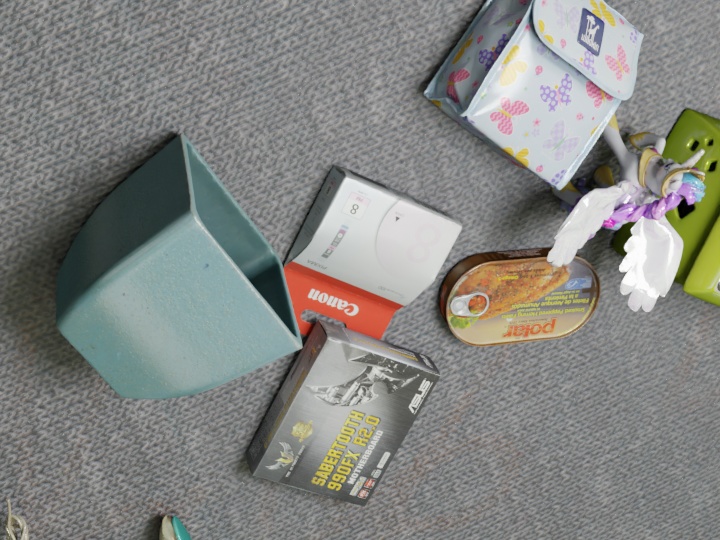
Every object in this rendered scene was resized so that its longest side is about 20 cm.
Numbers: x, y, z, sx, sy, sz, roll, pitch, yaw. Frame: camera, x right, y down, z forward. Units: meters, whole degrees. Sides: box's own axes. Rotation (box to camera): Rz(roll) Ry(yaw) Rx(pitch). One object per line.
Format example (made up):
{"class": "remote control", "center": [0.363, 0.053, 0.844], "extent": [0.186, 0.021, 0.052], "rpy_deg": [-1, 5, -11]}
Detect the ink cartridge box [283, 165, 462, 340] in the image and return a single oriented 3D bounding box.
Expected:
{"class": "ink cartridge box", "center": [0.000, 0.000, 1.630], "extent": [0.162, 0.057, 0.200], "rpy_deg": [21, 100, -27]}

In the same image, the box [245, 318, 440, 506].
{"class": "box", "center": [-0.021, 0.171, 1.690], "extent": [0.158, 0.048, 0.200], "rpy_deg": [20, 109, -27]}

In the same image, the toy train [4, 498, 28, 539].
{"class": "toy train", "center": [-0.344, 0.338, 1.645], "extent": [0.116, 0.085, 0.200], "rpy_deg": [-9, 116, -27]}

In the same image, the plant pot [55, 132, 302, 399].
{"class": "plant pot", "center": [-0.206, 0.017, 1.491], "extent": [0.200, 0.196, 0.196], "rpy_deg": [-32, 120, 8]}

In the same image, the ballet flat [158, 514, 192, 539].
{"class": "ballet flat", "center": [-0.209, 0.379, 1.718], "extent": [0.062, 0.067, 0.200], "rpy_deg": [-23, 119, 3]}

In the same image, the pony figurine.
{"class": "pony figurine", "center": [0.294, -0.077, 1.610], "extent": [0.166, 0.200, 0.193], "rpy_deg": [24, 104, -27]}

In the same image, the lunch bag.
{"class": "lunch bag", "center": [0.199, -0.219, 1.559], "extent": [0.169, 0.127, 0.200], "rpy_deg": [34, 92, -31]}

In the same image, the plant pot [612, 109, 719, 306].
{"class": "plant pot", "center": [0.453, -0.050, 1.692], "extent": [0.199, 0.182, 0.200], "rpy_deg": [19, 105, -25]}

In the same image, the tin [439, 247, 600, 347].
{"class": "tin", "center": [0.190, 0.031, 1.717], "extent": [0.200, 0.042, 0.112], "rpy_deg": [-4, 110, -18]}
